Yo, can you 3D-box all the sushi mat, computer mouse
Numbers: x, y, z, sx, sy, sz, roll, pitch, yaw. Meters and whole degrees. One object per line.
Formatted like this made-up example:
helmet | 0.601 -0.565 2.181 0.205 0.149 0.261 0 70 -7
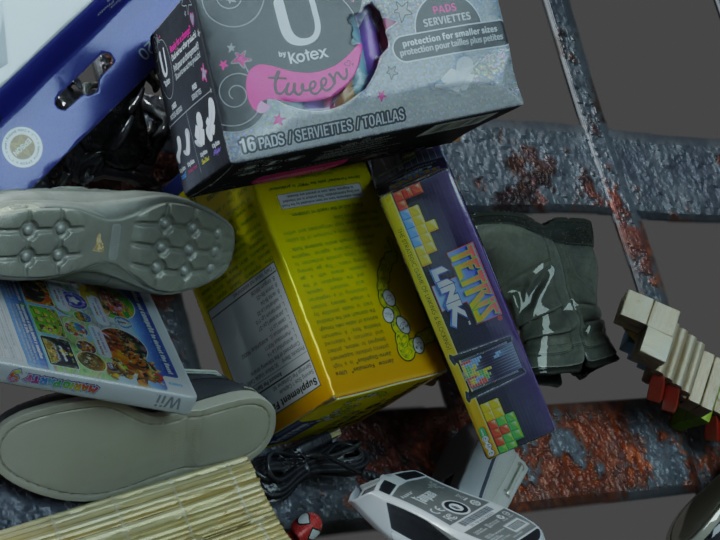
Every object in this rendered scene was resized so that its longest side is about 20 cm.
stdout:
sushi mat | -0.135 0.178 1.086 0.199 0.012 0.096 -14 60 -30
computer mouse | 0.029 0.164 1.174 0.199 0.044 0.109 22 18 27

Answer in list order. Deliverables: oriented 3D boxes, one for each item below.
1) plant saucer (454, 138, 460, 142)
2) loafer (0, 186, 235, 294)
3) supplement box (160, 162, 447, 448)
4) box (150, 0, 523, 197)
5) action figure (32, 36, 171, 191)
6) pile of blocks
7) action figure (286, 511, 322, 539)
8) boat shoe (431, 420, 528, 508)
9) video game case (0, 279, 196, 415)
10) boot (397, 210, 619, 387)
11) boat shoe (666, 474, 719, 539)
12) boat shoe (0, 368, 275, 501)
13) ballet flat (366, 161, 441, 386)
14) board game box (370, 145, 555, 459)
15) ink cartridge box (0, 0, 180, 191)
plant saucer | -0.015 -0.143 1.294 0.199 0.033 0.200 19 14 -5
loafer | -0.169 -0.024 1.133 0.199 0.070 0.070 6 101 -43
supplement box | -0.042 0.006 1.228 0.109 0.109 0.201 -11 74 -41
box | -0.018 -0.130 1.125 0.199 0.132 0.116 -14 87 -20
action figure | -0.169 -0.130 1.212 0.119 0.102 0.201 31 76 -32
pile of blocks | 0.254 0.093 1.438 0.200 0.082 0.062 40 61 -35
action figure | -0.089 0.210 1.127 0.066 0.052 0.200 52 44 3
boat shoe | 0.073 0.196 1.251 0.070 0.071 0.200 41 42 -13
video game case | -0.210 0.026 1.099 0.199 0.018 0.143 13 28 -33
boot | 0.125 0.025 1.387 0.199 0.068 0.132 1 72 -37
boat shoe | 0.317 0.192 1.433 0.063 0.073 0.200 55 41 1
boat shoe | -0.153 0.099 1.140 0.199 0.073 0.063 -3 26 -34
ballet flat | 0.000 0.000 1.311 0.063 0.069 0.201 -17 74 -14
board game box | 0.071 0.012 1.256 0.165 0.056 0.201 -102 170 -76
ink cartridge box | -0.224 -0.178 1.121 0.200 0.041 0.200 45 71 -9
